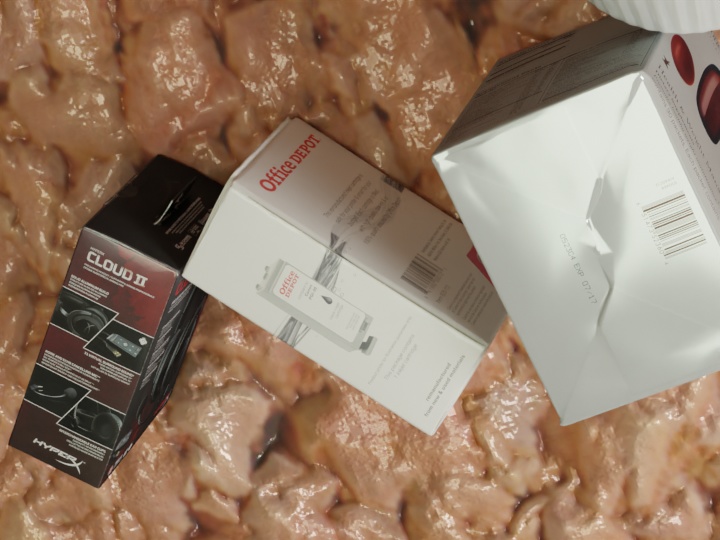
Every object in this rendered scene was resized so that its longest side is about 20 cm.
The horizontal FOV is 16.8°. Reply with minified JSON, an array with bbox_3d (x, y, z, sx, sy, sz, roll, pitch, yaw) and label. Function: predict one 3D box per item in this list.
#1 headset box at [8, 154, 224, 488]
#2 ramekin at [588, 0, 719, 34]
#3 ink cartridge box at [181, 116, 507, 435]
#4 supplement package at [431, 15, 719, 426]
[{"bbox_3d":[-0.157,0.025,1.685,0.077,0.149,0.201,26,116,4],"label":"headset box"},{"bbox_3d":[0.195,-0.233,1.458,0.201,0.204,0.094,3,152,16],"label":"ramekin"},{"bbox_3d":[0.000,0.000,1.628,0.199,0.147,0.083,33,117,3],"label":"ink cartridge box"},{"bbox_3d":[0.167,-0.046,1.530,0.146,0.200,0.192,-21,105,22],"label":"supplement package"}]
